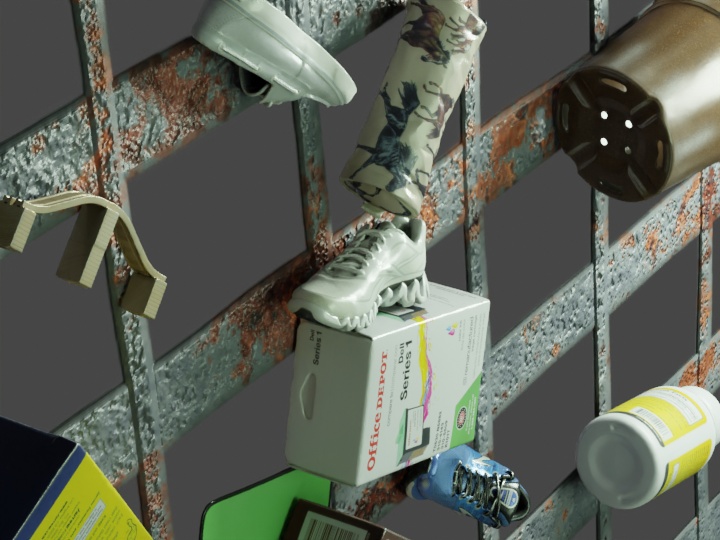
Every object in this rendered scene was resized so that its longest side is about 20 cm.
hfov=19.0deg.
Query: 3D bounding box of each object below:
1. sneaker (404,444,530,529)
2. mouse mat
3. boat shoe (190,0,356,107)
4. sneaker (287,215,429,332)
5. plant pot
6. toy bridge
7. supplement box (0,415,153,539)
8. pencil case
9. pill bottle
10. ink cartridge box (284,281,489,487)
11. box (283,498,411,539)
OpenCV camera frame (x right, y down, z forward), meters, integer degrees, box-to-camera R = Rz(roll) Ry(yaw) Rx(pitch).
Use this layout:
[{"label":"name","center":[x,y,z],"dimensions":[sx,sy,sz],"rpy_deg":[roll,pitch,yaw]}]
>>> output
[{"label":"sneaker","center":[0.114,0.211,2.156],"dimensions":[0.200,0.089,0.079],"rpy_deg":[27,79,-57]},{"label":"mouse mat","center":[-0.088,0.260,1.944],"dimensions":[0.200,0.008,0.161],"rpy_deg":[-17,117,-53]},{"label":"boat shoe","center":[-0.071,-0.169,1.735],"dimensions":[0.069,0.072,0.200],"rpy_deg":[-51,153,3]},{"label":"sneaker","center":[0.000,0.000,1.902],"dimensions":[0.200,0.075,0.081],"rpy_deg":[-25,130,-59]},{"label":"plant pot","center":[0.317,-0.177,2.223],"dimensions":[0.198,0.200,0.201],"rpy_deg":[-33,130,-36]},{"label":"toy bridge","center":[-0.205,-0.021,1.623],"dimensions":[0.200,0.027,0.067],"rpy_deg":[31,76,-57]},{"label":"supplement box","center":[-0.236,0.208,1.599],"dimensions":[0.110,0.109,0.200],"rpy_deg":[-57,145,-24]},{"label":"pencil case","center":[0.046,-0.146,1.907],"dimensions":[0.089,0.078,0.200],"rpy_deg":[73,37,-81]},{"label":"pill bottle","center":[0.341,0.196,2.478],"dimensions":[0.200,0.111,0.112],"rpy_deg":[-18,118,-52]},{"label":"ink cartridge box","center":[0.027,0.102,1.979],"dimensions":[0.200,0.084,0.145],"rpy_deg":[-15,116,-53]},{"label":"box","center":[0.012,0.278,2.012],"dimensions":[0.200,0.100,0.075],"rpy_deg":[32,76,-59]}]
